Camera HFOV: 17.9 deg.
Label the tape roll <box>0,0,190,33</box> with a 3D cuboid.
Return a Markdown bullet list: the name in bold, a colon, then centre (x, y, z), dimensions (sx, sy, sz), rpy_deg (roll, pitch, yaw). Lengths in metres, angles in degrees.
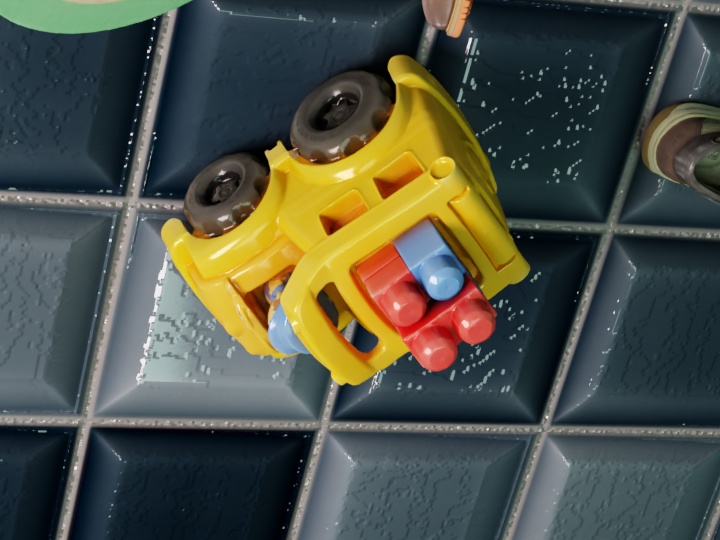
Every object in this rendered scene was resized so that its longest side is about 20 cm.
- **tape roll**: centre (-0.123, -0.211, 1.224), dimensions (0.200, 0.048, 0.201), rpy_deg (-22, 153, -12)

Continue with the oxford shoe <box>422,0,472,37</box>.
- **oxford shoe**: centre (0.033, -0.228, 1.319), dimensions (0.072, 0.071, 0.201), rpy_deg (-2, 121, 5)

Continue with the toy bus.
- **toy bus**: centre (0.000, 0.000, 1.376), dimensions (0.200, 0.192, 0.136), rpy_deg (-33, 129, 7)

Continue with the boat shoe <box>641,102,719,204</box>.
- **boat shoe**: centre (0.281, -0.063, 1.510), dimensions (0.199, 0.065, 0.074), rpy_deg (3, 121, -22)
